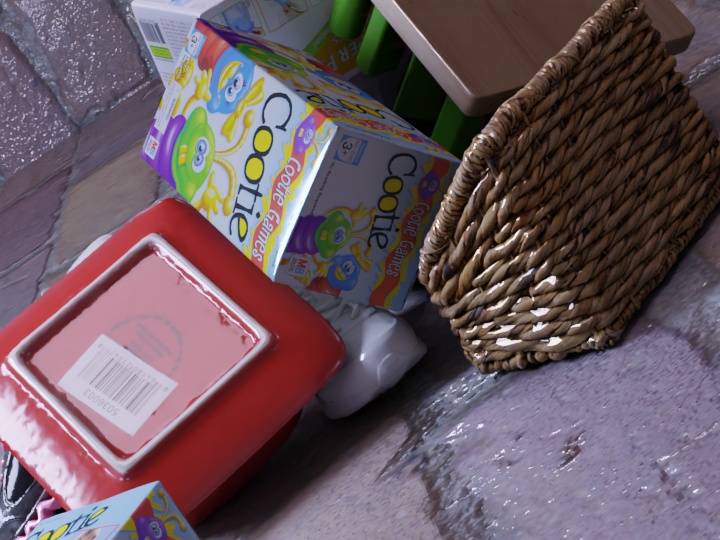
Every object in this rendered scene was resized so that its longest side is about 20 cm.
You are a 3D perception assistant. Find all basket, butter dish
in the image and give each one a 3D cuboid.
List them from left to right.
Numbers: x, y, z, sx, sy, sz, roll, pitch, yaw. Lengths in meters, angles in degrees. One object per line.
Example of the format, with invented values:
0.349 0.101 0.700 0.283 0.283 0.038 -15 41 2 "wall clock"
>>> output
-0.125 0.090 1.196 0.199 0.148 0.200 -41 57 -17 "butter dish"
0.111 -0.055 1.113 0.142 0.150 0.200 -16 24 48 "basket"

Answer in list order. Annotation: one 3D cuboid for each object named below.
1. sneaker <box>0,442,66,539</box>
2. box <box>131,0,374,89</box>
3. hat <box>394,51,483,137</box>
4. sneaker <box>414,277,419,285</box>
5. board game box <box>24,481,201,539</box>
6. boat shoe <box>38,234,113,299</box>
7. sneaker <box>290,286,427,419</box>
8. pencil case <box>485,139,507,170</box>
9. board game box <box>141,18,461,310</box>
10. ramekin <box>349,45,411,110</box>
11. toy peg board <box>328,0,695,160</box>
-0.226 0.115 1.294 0.201 0.095 0.079 -62 -7 -2 "sneaker"
-0.047 -0.194 1.343 0.199 0.102 0.112 -35 28 -23 "box"
0.112 -0.148 1.395 0.201 0.081 0.201 -46 -26 -30 "hat"
0.000 0.000 1.368 0.076 0.070 0.200 -52 9 4 "sneaker"
-0.154 0.216 0.918 0.104 0.103 0.200 -22 20 38 "board game box"
-0.250 0.045 1.545 0.201 0.074 0.069 -57 43 20 "boat shoe"
-0.024 0.034 1.214 0.078 0.100 0.200 -37 15 -13 "sneaker"
0.121 -0.076 1.293 0.089 0.078 0.200 -2 33 43 "pencil case"
-0.042 -0.071 1.175 0.200 0.102 0.106 40 110 50 "board game box"
-0.036 -0.132 1.454 0.198 0.106 0.201 -19 27 10 "ramekin"
0.085 -0.175 1.262 0.198 0.201 0.098 -19 -31 -32 "toy peg board"
